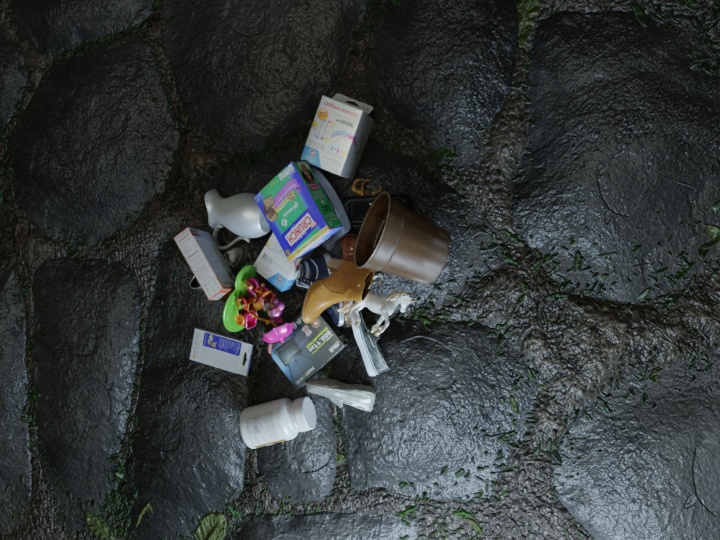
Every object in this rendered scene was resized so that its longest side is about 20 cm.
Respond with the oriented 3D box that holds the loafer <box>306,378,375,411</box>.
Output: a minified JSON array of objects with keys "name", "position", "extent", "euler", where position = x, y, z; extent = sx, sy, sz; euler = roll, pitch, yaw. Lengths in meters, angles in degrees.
[{"name":"loafer","position":[-0.056,0.345,1.726],"extent":[0.195,0.070,0.072],"euler":[11,102,6]}]

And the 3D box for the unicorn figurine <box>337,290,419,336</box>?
[{"name":"unicorn figurine","position":[0.048,0.099,1.646],"extent":[0.196,0.074,0.140],"euler":[25,80,-2]}]

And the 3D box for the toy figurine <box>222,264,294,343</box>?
[{"name":"toy figurine","position":[-0.258,0.111,1.709],"extent":[0.181,0.149,0.205],"euler":[24,114,28]}]

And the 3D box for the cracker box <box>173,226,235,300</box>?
[{"name":"cracker box","position":[-0.420,-0.016,1.735],"extent":[0.057,0.134,0.202],"euler":[-33,80,8]}]

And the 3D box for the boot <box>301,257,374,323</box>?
[{"name":"boot","position":[-0.056,0.061,1.619],"extent":[0.142,0.071,0.204],"euler":[17,69,34]}]

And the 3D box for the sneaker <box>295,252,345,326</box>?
[{"name":"sneaker","position":[-0.112,0.061,1.712],"extent":[0.106,0.070,0.205],"euler":[-11,82,-23]}]

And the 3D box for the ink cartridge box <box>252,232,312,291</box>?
[{"name":"ink cartridge box","position":[-0.200,-0.059,1.756],"extent":[0.114,0.068,0.202],"euler":[36,102,12]}]

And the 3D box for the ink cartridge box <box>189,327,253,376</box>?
[{"name":"ink cartridge box","position":[-0.405,0.237,1.842],"extent":[0.195,0.037,0.097],"euler":[14,95,17]}]

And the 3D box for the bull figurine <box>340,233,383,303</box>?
[{"name":"bull figurine","position":[0.000,0.000,1.706],"extent":[0.118,0.065,0.205],"euler":[-7,96,8]}]

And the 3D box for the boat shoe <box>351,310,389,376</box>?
[{"name":"boat shoe","position":[0.026,0.184,1.711],"extent":[0.069,0.072,0.204],"euler":[-19,98,7]}]

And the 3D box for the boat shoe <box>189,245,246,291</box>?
[{"name":"boat shoe","position":[-0.415,-0.003,1.823],"extent":[0.198,0.057,0.068],"euler":[-36,83,14]}]

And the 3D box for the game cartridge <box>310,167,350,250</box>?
[{"name":"game cartridge","position":[-0.105,-0.170,1.707],"extent":[0.203,0.040,0.133],"euler":[59,144,6]}]

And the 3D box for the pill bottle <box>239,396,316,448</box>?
[{"name":"pill bottle","position":[-0.229,0.422,1.759],"extent":[0.196,0.114,0.117],"euler":[-17,88,15]}]

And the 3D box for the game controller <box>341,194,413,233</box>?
[{"name":"game controller","position":[0.044,-0.151,1.680],"extent":[0.195,0.042,0.107],"euler":[-1,112,9]}]

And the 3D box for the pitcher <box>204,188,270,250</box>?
[{"name":"pitcher","position":[-0.343,-0.135,1.776],"extent":[0.196,0.121,0.176],"euler":[10,108,25]}]

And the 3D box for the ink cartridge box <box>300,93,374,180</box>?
[{"name":"ink cartridge box","position":[-0.056,-0.365,1.674],"extent":[0.126,0.125,0.204],"euler":[22,98,13]}]

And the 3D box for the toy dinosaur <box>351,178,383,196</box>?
[{"name":"toy dinosaur","position":[-0.001,-0.191,1.700],"extent":[0.195,0.060,0.109],"euler":[-3,93,16]}]

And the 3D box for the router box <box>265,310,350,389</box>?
[{"name":"router box","position":[-0.149,0.209,1.755],"extent":[0.200,0.062,0.150],"euler":[-43,82,13]}]

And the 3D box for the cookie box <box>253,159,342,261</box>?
[{"name":"cookie box","position":[-0.164,-0.155,1.642],"extent":[0.170,0.075,0.203],"euler":[-34,84,33]}]

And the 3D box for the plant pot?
[{"name":"plant pot","position":[0.110,-0.068,1.591],"extent":[0.195,0.200,0.204],"euler":[21,99,-18]}]
